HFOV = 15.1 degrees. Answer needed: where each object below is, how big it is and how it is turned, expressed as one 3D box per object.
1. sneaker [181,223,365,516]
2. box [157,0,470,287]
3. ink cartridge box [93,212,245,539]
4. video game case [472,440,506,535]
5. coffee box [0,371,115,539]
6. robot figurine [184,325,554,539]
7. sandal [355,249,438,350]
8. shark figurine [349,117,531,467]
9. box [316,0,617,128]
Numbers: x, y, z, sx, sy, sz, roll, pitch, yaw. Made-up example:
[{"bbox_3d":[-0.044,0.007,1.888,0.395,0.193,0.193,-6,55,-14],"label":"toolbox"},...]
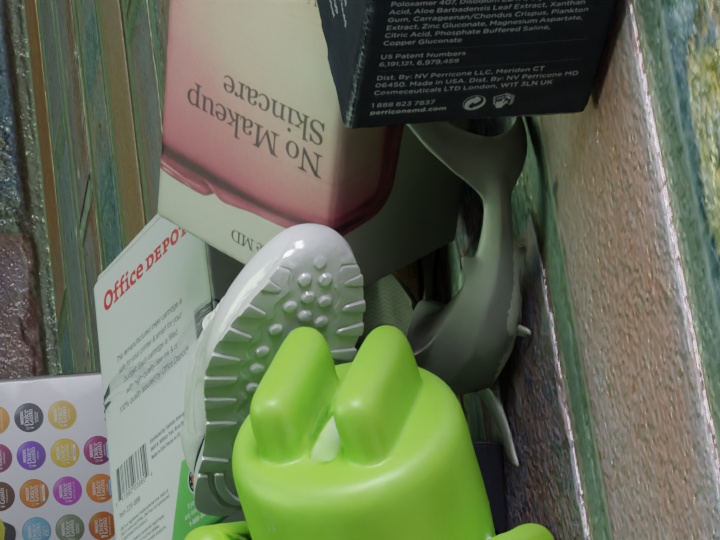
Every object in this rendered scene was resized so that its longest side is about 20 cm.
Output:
[{"bbox_3d":[-0.054,0.038,1.375,0.200,0.076,0.081,114,152,-43],"label":"sneaker"},{"bbox_3d":[-0.021,-0.105,1.400,0.128,0.109,0.200,28,127,32],"label":"box"},{"bbox_3d":[-0.081,0.070,1.556,0.146,0.084,0.200,-40,50,50],"label":"ink cartridge box"},{"bbox_3d":[0.020,0.197,1.464,0.200,0.025,0.181,-24,65,57],"label":"video game case"},{"bbox_3d":[-0.328,0.209,2.848,0.200,0.198,0.200,170,96,-78],"label":"coffee box"},{"bbox_3d":[0.005,0.125,1.324,0.116,0.175,0.200,-66,-32,-52],"label":"robot figurine"},{"bbox_3d":[0.000,0.000,1.513,0.082,0.055,0.200,-8,86,39],"label":"sandal"},{"bbox_3d":[0.038,0.019,1.352,0.215,0.089,0.128,101,159,-57],"label":"shark figurine"},{"bbox_3d":[0.043,-0.200,1.182,0.200,0.117,0.197,101,161,-53],"label":"box"}]
